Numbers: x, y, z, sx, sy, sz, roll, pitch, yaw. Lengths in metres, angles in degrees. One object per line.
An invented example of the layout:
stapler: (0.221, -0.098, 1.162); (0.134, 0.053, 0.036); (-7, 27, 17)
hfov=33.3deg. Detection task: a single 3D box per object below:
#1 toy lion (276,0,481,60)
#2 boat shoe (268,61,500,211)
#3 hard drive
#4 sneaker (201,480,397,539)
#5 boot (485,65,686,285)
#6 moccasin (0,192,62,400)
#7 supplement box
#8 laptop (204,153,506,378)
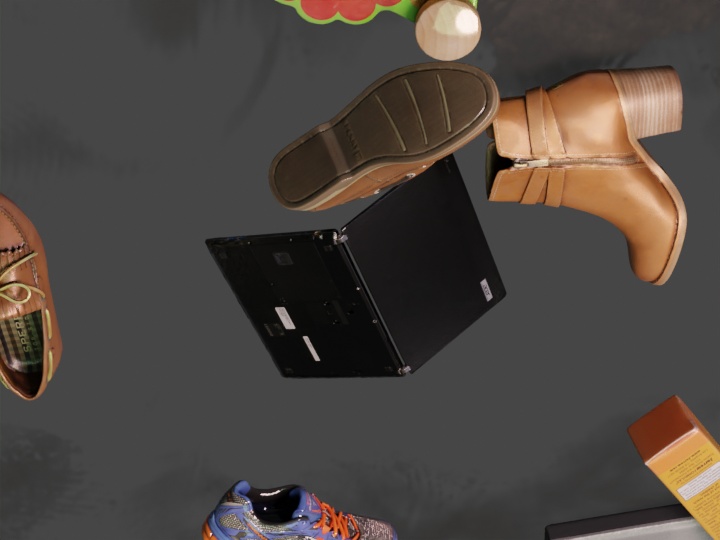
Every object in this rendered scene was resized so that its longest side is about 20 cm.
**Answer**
toy lion: (0.025, -0.251, 0.831); (0.192, 0.069, 0.200); (27, 119, -18)
boat shoe: (0.024, -0.103, 0.921); (0.200, 0.072, 0.068); (-19, 170, 30)
hard drive: (0.302, 0.319, 1.333); (0.200, 0.033, 0.140); (-8, 129, -3)
sneaker: (-0.054, 0.257, 1.201); (0.200, 0.075, 0.079); (10, 122, -19)
boot: (0.181, -0.066, 0.983); (0.155, 0.077, 0.200); (-11, 126, -3)
moccasin: (-0.290, 0.021, 0.972); (0.074, 0.078, 0.202); (-4, 128, -6)
supplement box: (0.355, 0.219, 1.222); (0.069, 0.067, 0.200); (-40, 114, 12)
laptop: (0.000, 0.000, 1.049); (0.200, 0.103, 0.177); (-4, 132, 26)
